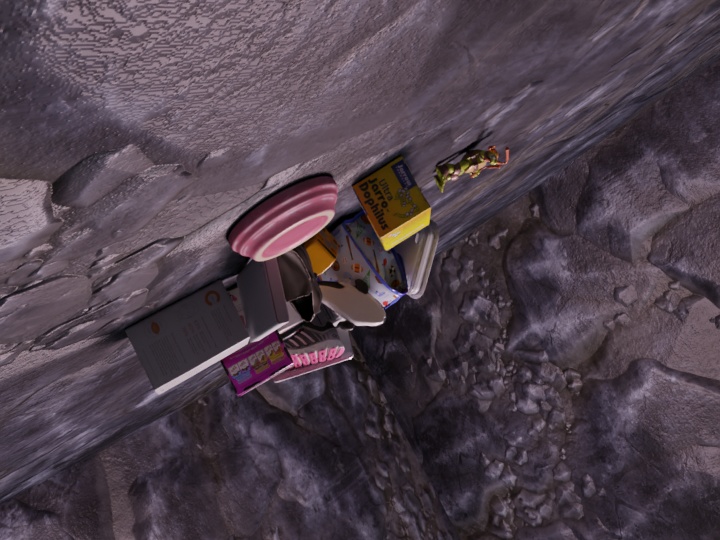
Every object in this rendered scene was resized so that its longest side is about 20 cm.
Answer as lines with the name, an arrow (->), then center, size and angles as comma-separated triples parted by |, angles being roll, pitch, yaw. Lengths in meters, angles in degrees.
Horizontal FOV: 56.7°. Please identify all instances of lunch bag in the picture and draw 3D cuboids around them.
lunch bag -> 0.000, 0.000, 1.456 | 0.123, 0.202, 0.169 | -31, 175, -46

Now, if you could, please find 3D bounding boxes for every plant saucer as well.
plant saucer -> -0.116, -0.075, 1.068 | 0.197, 0.052, 0.201 | -30, 173, -4

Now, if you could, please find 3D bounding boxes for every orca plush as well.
orca plush -> -0.041, 0.073, 1.407 | 0.193, 0.109, 0.071 | 4, 172, 0

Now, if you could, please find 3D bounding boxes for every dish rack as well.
dish rack -> 0.086, -0.049, 1.484 | 0.043, 0.176, 0.199 | 4, -161, -33

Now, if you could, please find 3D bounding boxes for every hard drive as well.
hard drive -> -0.183, 0.049, 1.226 | 0.026, 0.136, 0.199 | -9, 170, -25

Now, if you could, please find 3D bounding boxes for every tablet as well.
tablet -> -0.117, 0.195, 1.582 | 0.195, 0.014, 0.131 | -18, -150, 0

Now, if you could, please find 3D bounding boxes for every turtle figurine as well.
turtle figurine -> 0.242, -0.234, 1.459 | 0.158, 0.066, 0.200 | -23, -179, -4

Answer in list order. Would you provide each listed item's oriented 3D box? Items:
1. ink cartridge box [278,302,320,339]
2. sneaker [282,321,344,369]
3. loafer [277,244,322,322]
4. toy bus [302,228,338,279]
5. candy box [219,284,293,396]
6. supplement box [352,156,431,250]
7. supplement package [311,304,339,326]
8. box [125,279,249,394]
ink cartridge box -> -0.196, 0.088, 1.559 | 0.127, 0.127, 0.199 | -25, 172, -36
sneaker -> -0.136, 0.166, 1.531 | 0.194, 0.089, 0.075 | -10, 145, 0
loafer -> -0.119, 0.020, 1.255 | 0.071, 0.073, 0.202 | -18, 133, 12
toy bus -> -0.137, -0.002, 1.345 | 0.198, 0.065, 0.079 | -35, -153, 26
candy box -> -0.242, 0.139, 1.391 | 0.134, 0.204, 0.061 | -26, 173, -15
supplement box -> 0.063, -0.121, 1.275 | 0.108, 0.111, 0.200 | -30, 173, 2
supplement package -> -0.086, 0.059, 1.707 | 0.110, 0.158, 0.199 | -32, 173, 21
box -> -0.325, 0.127, 1.267 | 0.197, 0.127, 0.098 | -28, 174, -18
